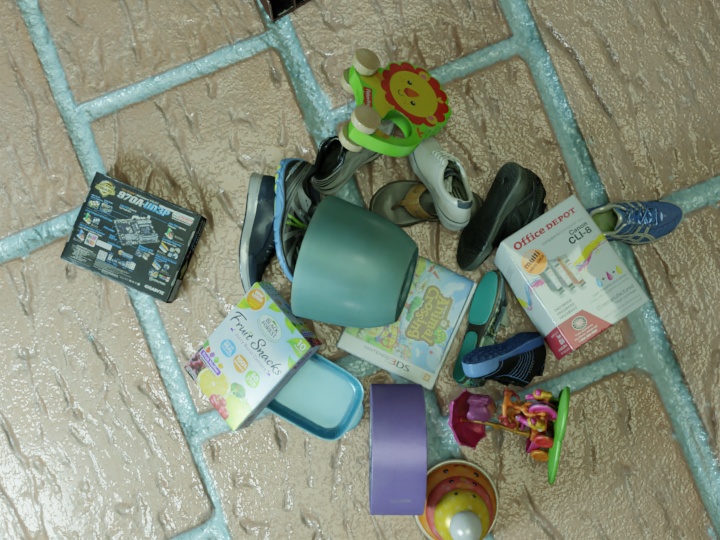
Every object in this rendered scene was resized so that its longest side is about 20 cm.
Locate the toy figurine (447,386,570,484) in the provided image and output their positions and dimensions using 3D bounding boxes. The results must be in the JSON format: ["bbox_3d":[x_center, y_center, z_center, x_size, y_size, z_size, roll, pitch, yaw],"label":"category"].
[{"bbox_3d":[0.231,0.241,1.276,0.181,0.201,0.152,9,57,11],"label":"toy figurine"}]

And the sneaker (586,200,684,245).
[{"bbox_3d":[0.451,-0.079,1.336,0.197,0.077,0.077,-9,87,-1],"label":"sneaker"}]

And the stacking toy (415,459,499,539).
[{"bbox_3d":[0.161,0.386,1.245,0.144,0.200,0.148,0,87,-1],"label":"stacking toy"}]

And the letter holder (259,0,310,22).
[{"bbox_3d":[-0.160,-0.548,1.324,0.100,0.142,0.201,-30,88,-2],"label":"letter holder"}]

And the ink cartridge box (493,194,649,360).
[{"bbox_3d":[0.325,0.013,1.256,0.144,0.145,0.201,-33,77,-2],"label":"ink cartridge box"}]

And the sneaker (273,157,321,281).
[{"bbox_3d":[-0.095,-0.077,1.260,0.081,0.071,0.203,1,92,0],"label":"sneaker"}]

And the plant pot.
[{"bbox_3d":[0.000,0.000,1.253,0.159,0.201,0.203,17,87,10],"label":"plant pot"}]

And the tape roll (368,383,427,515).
[{"bbox_3d":[0.056,0.280,1.250,0.084,0.200,0.203,0,87,-1],"label":"tape roll"}]

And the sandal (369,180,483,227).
[{"bbox_3d":[0.114,-0.111,1.345,0.197,0.055,0.083,6,87,0],"label":"sandal"}]

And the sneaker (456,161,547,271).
[{"bbox_3d":[0.244,-0.077,1.333,0.113,0.076,0.201,16,112,-35],"label":"sneaker"}]

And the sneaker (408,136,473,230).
[{"bbox_3d":[0.139,-0.164,1.309,0.072,0.071,0.202,-8,57,-27],"label":"sneaker"}]

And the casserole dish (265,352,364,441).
[{"bbox_3d":[-0.087,0.201,1.335,0.198,0.039,0.122,29,87,0],"label":"casserole dish"}]

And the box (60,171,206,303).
[{"bbox_3d":[-0.383,-0.055,1.342,0.198,0.046,0.161,22,87,1],"label":"box"}]

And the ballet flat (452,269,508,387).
[{"bbox_3d":[0.212,0.102,1.337,0.073,0.074,0.202,20,89,1],"label":"ballet flat"}]

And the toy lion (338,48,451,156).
[{"bbox_3d":[0.063,-0.269,1.306,0.189,0.069,0.202,15,55,-21],"label":"toy lion"}]

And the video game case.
[{"bbox_3d":[0.079,0.075,1.351,0.180,0.022,0.202,24,87,1],"label":"video game case"}]

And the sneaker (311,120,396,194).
[{"bbox_3d":[-0.006,-0.213,1.320,0.076,0.115,0.201,41,87,2],"label":"sneaker"}]

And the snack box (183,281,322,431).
[{"bbox_3d":[-0.177,0.139,1.288,0.142,0.053,0.200,47,105,15],"label":"snack box"}]

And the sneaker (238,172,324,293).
[{"bbox_3d":[-0.125,-0.056,1.329,0.144,0.077,0.205,7,86,3],"label":"sneaker"}]

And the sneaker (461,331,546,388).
[{"bbox_3d":[0.239,0.157,1.282,0.198,0.070,0.079,-13,99,-42],"label":"sneaker"}]
